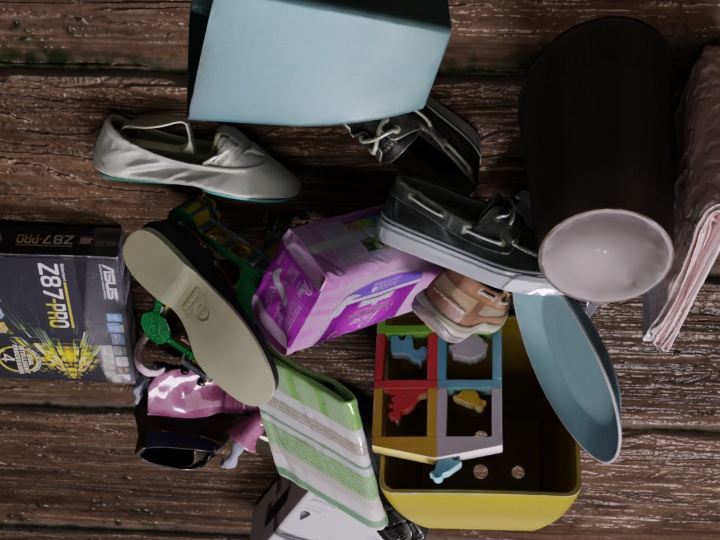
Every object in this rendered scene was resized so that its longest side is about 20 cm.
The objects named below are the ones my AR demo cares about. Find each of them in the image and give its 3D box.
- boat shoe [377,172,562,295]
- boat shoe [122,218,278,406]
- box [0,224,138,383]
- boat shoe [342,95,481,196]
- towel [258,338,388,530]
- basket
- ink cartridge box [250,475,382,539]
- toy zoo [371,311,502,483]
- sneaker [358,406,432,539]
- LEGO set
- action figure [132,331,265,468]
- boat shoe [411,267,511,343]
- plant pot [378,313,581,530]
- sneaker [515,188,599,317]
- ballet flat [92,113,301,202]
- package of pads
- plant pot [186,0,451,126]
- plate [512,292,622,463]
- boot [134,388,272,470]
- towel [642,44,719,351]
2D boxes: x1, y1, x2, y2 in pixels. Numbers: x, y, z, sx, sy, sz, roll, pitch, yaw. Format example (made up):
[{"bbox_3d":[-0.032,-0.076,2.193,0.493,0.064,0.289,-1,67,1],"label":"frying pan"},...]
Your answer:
[{"bbox_3d":[0.113,-0.034,1.359,0.198,0.072,0.071,16,114,5],"label":"boat shoe"},{"bbox_3d":[-0.139,0.035,1.437,0.074,0.063,0.202,-41,86,32],"label":"boat shoe"},{"bbox_3d":[-0.319,0.037,1.602,0.159,0.049,0.201,1,136,0],"label":"box"},{"bbox_3d":[0.031,-0.133,1.377,0.199,0.064,0.071,29,132,-23],"label":"boat shoe"},{"bbox_3d":[-0.040,0.160,1.506,0.148,0.031,0.201,26,144,32],"label":"towel"},{"bbox_3d":[0.206,-0.084,1.312,0.135,0.201,0.181,13,136,-9],"label":"basket"},{"bbox_3d":[-0.029,0.288,1.815,0.143,0.084,0.200,21,135,-17],"label":"ink cartridge box"},{"bbox_3d":[0.078,0.115,1.538,0.130,0.202,0.021,0,152,6],"label":"toy zoo"},{"bbox_3d":[0.021,0.214,1.716,0.076,0.091,0.201,-33,91,44],"label":"sneaker"},{"bbox_3d":[-0.125,0.007,1.532,0.153,0.116,0.201,26,126,20],"label":"LEGO set"},{"bbox_3d":[-0.129,0.118,1.618,0.198,0.135,0.150,10,137,9],"label":"action figure"},{"bbox_3d":[0.114,0.015,1.455,0.076,0.200,0.072,39,109,8],"label":"boat shoe"},{"bbox_3d":[0.126,0.177,1.618,0.198,0.202,0.177,1,150,5],"label":"plant pot"},{"bbox_3d":[0.192,-0.018,1.476,0.115,0.075,0.200,36,169,13],"label":"sneaker"},{"bbox_3d":[-0.151,-0.108,1.428,0.198,0.070,0.070,8,137,-2],"label":"ballet flat"},{"bbox_3d":[0.000,0.000,1.445,0.199,0.076,0.121,-18,149,-40],"label":"package of pads"},{"bbox_3d":[-0.033,-0.208,1.256,0.198,0.142,0.142,6,138,-12],"label":"plant pot"},{"bbox_3d":[0.202,0.086,1.446,0.025,0.201,0.201,-23,137,-11],"label":"plate"},{"bbox_3d":[-0.165,0.195,1.719,0.199,0.097,0.075,21,135,-16],"label":"boot"},{"bbox_3d":[0.280,-0.063,1.330,0.032,0.201,0.192,11,138,-3],"label":"towel"}]
